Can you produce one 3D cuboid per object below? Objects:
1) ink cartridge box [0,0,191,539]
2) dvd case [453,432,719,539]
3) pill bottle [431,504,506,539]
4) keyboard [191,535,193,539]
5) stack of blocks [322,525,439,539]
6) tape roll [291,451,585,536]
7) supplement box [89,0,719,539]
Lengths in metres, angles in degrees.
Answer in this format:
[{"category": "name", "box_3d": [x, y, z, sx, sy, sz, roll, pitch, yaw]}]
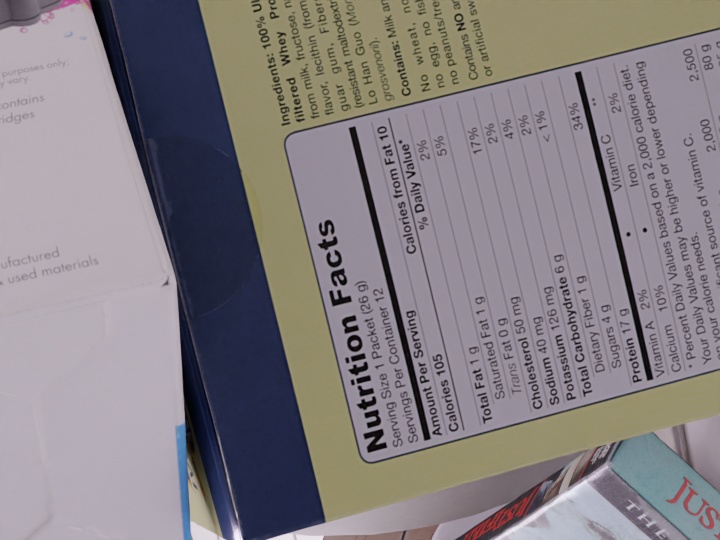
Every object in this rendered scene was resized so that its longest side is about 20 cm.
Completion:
[{"category": "ink cartridge box", "box_3d": [-0.097, -0.036, 0.622, 0.115, 0.067, 0.201, 93, 162, -54]}, {"category": "dvd case", "box_3d": [0.083, 0.126, 0.761, 0.146, 0.022, 0.200, 42, 148, -3]}, {"category": "pill bottle", "box_3d": [0.082, 0.172, 0.925, 0.112, 0.111, 0.201, -117, 17, -50]}, {"category": "keyboard", "box_3d": [-0.078, 0.060, 0.849, 0.056, 0.011, 0.201, 20, 131, 49]}, {"category": "stack of blocks", "box_3d": [0.022, 0.093, 1.002, 0.115, 0.058, 0.201, 92, -165, -58]}, {"category": "tape roll", "box_3d": [0.000, 0.000, 0.888, 0.203, 0.201, 0.071, -119, 18, -54]}, {"category": "supplement box", "box_3d": [0.032, -0.023, 0.691, 0.200, 0.198, 0.135, 168, 88, -79]}]
